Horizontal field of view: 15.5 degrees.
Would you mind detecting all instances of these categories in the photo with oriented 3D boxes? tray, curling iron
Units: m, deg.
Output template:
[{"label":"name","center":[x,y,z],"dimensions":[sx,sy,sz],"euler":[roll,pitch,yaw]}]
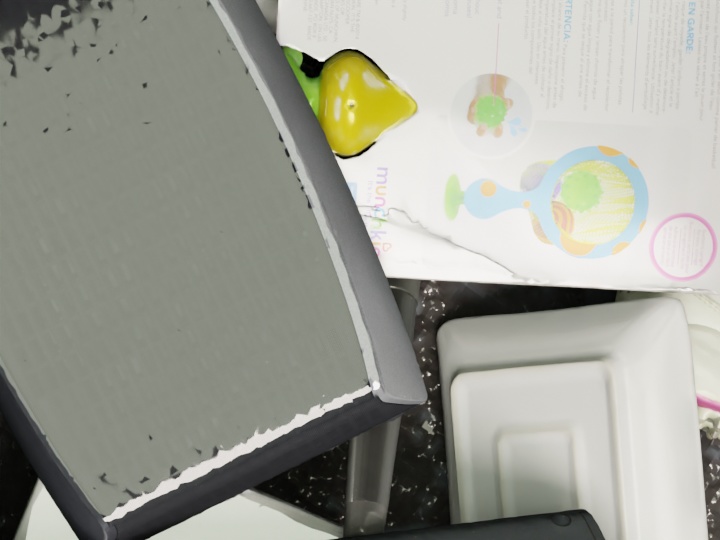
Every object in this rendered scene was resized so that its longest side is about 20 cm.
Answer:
[{"label":"tray","center":[0.070,0.113,0.903],"dimensions":[0.022,0.107,0.200],"euler":[0,85,-50]},{"label":"curling iron","center":[0.000,0.000,0.904],"dimensions":[0.050,0.026,0.200],"euler":[2,65,-7]}]

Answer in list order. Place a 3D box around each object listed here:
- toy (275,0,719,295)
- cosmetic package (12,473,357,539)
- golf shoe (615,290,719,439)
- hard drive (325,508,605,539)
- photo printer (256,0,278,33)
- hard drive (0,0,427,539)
[{"label":"toy","center":[0.068,-0.054,0.896],"dimensions":[0.200,0.047,0.115],"euler":[2,98,-9]},{"label":"cosmetic package","center":[-0.086,0.160,0.890],"dimensions":[0.113,0.081,0.200],"euler":[24,83,-4]},{"label":"golf shoe","center":[0.184,0.032,0.928],"dimensions":[0.200,0.075,0.092],"euler":[20,81,-5]},{"label":"hard drive","center":[-0.002,0.139,0.800],"dimensions":[0.200,0.033,0.140],"euler":[-5,42,-19]},{"label":"photo printer","center":[-0.033,-0.165,0.916],"dimensions":[0.200,0.069,0.167],"euler":[-14,81,-6]},{"label":"hard drive","center":[-0.075,-0.022,0.840],"dimensions":[0.135,0.042,0.200],"euler":[-26,88,-1]}]
